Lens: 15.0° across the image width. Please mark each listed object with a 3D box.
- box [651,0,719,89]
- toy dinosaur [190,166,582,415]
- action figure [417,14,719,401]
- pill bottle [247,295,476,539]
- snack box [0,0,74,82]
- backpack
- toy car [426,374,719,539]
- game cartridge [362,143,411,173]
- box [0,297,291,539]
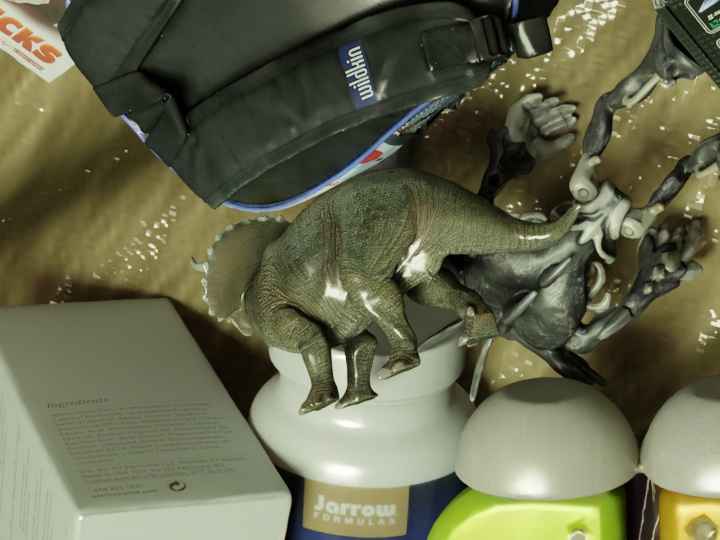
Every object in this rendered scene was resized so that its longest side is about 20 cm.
[{"bbox_3d":[0.240,-0.111,1.089,0.199,0.048,0.193,-26,135,20],"label":"box"},{"bbox_3d":[0.000,0.000,1.201,0.200,0.077,0.103,-29,79,34],"label":"toy dinosaur"},{"bbox_3d":[0.107,-0.028,1.236,0.119,0.102,0.200,43,120,-2],"label":"action figure"},{"bbox_3d":[0.000,0.110,1.334,0.115,0.116,0.201,12,116,20],"label":"pill bottle"},{"bbox_3d":[-0.198,-0.167,1.303,0.072,0.024,0.200,-30,128,32],"label":"snack box"},{"bbox_3d":[-0.028,-0.128,1.189,0.190,0.154,0.200,-39,86,24],"label":"backpack"},{"bbox_3d":[0.131,0.126,1.254,0.199,0.150,0.176,-2,107,7],"label":"toy car"},{"bbox_3d":[-0.025,-0.146,1.286,0.129,0.038,0.201,15,117,14],"label":"game cartridge"},{"bbox_3d":[-0.122,0.126,1.340,0.106,0.200,0.153,-3,119,-21],"label":"box"}]
